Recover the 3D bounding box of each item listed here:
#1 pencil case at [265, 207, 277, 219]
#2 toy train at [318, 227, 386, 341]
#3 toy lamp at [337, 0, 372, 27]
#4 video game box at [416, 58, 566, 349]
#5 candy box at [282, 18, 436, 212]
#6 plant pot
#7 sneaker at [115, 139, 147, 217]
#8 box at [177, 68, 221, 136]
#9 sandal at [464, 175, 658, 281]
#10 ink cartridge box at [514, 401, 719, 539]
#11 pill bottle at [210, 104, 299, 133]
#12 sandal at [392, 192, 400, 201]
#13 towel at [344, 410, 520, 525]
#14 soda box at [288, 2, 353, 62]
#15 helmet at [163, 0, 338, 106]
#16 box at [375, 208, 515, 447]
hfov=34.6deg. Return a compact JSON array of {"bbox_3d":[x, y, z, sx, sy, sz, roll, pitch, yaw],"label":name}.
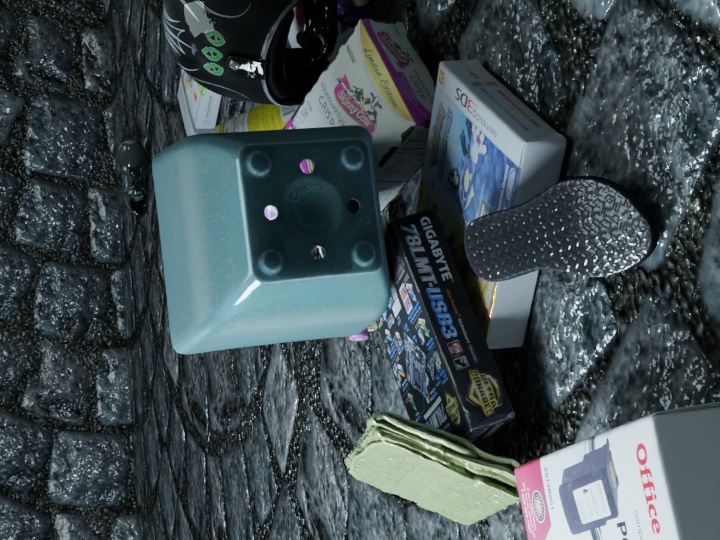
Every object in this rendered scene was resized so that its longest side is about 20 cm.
[{"bbox_3d":[-0.128,-0.068,1.615,0.084,0.085,0.202,-146,56,-63],"label":"pencil case"},{"bbox_3d":[0.000,0.000,1.332,0.200,0.055,0.152,-162,75,-67],"label":"toy train"},{"bbox_3d":[0.021,-0.311,1.220,0.200,0.058,0.059,166,101,-68],"label":"toy lamp"},{"bbox_3d":[0.107,-0.063,1.036,0.182,0.046,0.201,-120,33,-55],"label":"video game box"},{"bbox_3d":[-0.001,-0.141,1.197,0.200,0.061,0.137,-48,59,42],"label":"candy box"},{"bbox_3d":[-0.069,-0.037,1.040,0.200,0.195,0.198,159,105,-71],"label":"plant pot"},{"bbox_3d":[-0.526,-0.215,2.714,0.079,0.075,0.201,51,149,40],"label":"sneaker"},{"bbox_3d":[-0.285,-0.335,2.067,0.201,0.041,0.157,112,148,-47],"label":"box"},{"bbox_3d":[0.156,-0.032,0.895,0.200,0.045,0.076,-9,95,58],"label":"sandal"},{"bbox_3d":[0.194,0.181,0.779,0.200,0.084,0.146,134,130,-63],"label":"ink cartridge box"},{"bbox_3d":[-0.113,-0.139,1.380,0.112,0.199,0.112,55,-157,-36],"label":"pill bottle"},{"bbox_3d":[0.009,-0.175,1.271,0.082,0.054,0.202,180,87,-69],"label":"sandal"},{"bbox_3d":[0.064,0.178,1.041,0.200,0.147,0.037,110,-176,-67],"label":"towel"},{"bbox_3d":[-0.034,-0.336,1.354,0.201,0.063,0.068,110,150,-48],"label":"soda box"},{"bbox_3d":[-0.123,-0.286,1.281,0.190,0.200,0.201,32,129,25],"label":"helmet"},{"bbox_3d":[0.066,0.071,1.077,0.200,0.049,0.200,109,142,-69],"label":"box"}]
